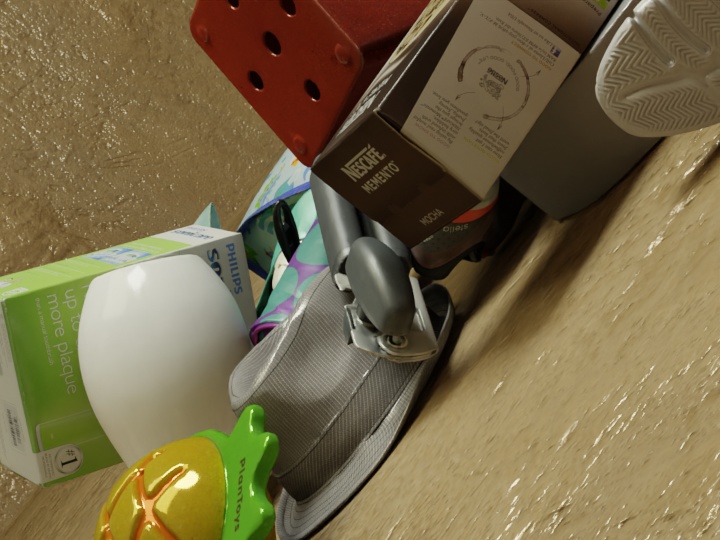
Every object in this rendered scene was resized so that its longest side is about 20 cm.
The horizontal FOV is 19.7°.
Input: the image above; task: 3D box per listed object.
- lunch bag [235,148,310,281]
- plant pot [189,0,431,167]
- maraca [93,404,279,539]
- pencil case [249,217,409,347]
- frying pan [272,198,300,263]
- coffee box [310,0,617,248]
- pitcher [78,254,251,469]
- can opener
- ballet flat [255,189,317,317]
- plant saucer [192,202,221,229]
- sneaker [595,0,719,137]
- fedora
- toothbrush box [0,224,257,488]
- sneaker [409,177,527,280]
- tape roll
[{"bbox_3d":[-0.008,-0.081,1.789,0.170,0.127,0.200,-56,-1,-31],"label":"lunch bag"},{"bbox_3d":[0.004,-0.186,1.382,0.176,0.200,0.200,-33,-15,-32],"label":"plant pot"},{"bbox_3d":[-0.098,0.159,1.261,0.200,0.106,0.138,-40,44,51],"label":"maraca"},{"bbox_3d":[0.000,0.000,1.502,0.200,0.092,0.085,-58,-13,-35],"label":"pencil case"},{"bbox_3d":[-0.030,0.009,1.574,0.115,0.031,0.191,-37,-34,-45],"label":"frying pan"},{"bbox_3d":[0.069,-0.122,1.194,0.200,0.080,0.113,-55,9,-24],"label":"coffee box"},{"bbox_3d":[-0.131,0.098,1.486,0.121,0.201,0.172,-13,-5,-5],"label":"pitcher"},{"bbox_3d":[0.009,-0.020,1.282,0.200,0.053,0.067,-105,23,-50],"label":"can opener"},{"bbox_3d":[-0.052,0.031,1.641,0.070,0.067,0.201,-61,-7,-70],"label":"ballet flat"},{"bbox_3d":[-0.129,0.045,1.754,0.038,0.202,0.201,-8,10,-1],"label":"plant saucer"},{"bbox_3d":[0.206,-0.146,1.066,0.200,0.078,0.112,-39,6,13],"label":"sneaker"},{"bbox_3d":[-0.024,0.067,1.321,0.177,0.090,0.200,-45,11,44],"label":"fedora"},{"bbox_3d":[-0.180,0.061,1.567,0.199,0.146,0.086,-16,13,-30],"label":"toothbrush box"},{"bbox_3d":[0.074,-0.052,1.364,0.200,0.077,0.082,-36,-40,-56],"label":"sneaker"},{"bbox_3d":[0.156,-0.128,1.258,0.201,0.066,0.200,-51,8,10],"label":"tape roll"}]
